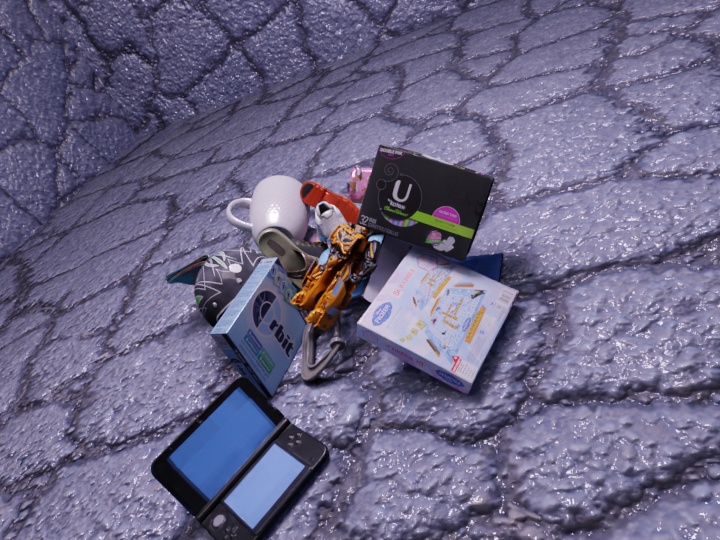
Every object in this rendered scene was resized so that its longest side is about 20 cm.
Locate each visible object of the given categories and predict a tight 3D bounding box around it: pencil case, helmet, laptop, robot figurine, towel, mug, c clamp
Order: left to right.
[{"bbox_3d":[-0.335,0.007,1.268,0.146,0.200,0.022,-24,73,24],"label":"towel"},{"bbox_3d":[-0.253,0.045,1.131,0.199,0.191,0.201,-23,32,15],"label":"helmet"},{"bbox_3d":[-0.221,-0.126,1.291,0.198,0.148,0.176,10,38,-11],"label":"mug"},{"bbox_3d":[-0.061,0.104,1.010,0.171,0.027,0.201,-39,31,29],"label":"c clamp"},{"bbox_3d":[-0.044,0.002,0.984,0.201,0.058,0.145,-59,39,6],"label":"robot figurine"},{"bbox_3d":[0.070,-0.191,1.213,0.199,0.086,0.083,5,81,20],"label":"pencil case"},{"bbox_3d":[0.134,0.008,0.968,0.116,0.199,0.188,-43,19,47],"label":"laptop"}]

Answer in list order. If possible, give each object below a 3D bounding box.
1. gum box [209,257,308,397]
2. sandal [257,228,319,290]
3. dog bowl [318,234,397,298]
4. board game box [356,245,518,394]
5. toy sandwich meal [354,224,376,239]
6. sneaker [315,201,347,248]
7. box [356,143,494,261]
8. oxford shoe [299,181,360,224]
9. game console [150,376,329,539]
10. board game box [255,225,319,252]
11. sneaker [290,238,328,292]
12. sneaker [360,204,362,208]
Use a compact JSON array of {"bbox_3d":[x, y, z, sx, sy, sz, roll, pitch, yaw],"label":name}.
[{"bbox_3d":[-0.177,0.105,1.018,0.044,0.171,0.201,-5,39,30],"label":"gum box"},{"bbox_3d":[-0.138,-0.012,1.151,0.080,0.200,0.057,-55,8,2],"label":"sandal"},{"bbox_3d":[0.000,0.000,1.079,0.199,0.112,0.050,-13,22,21],"label":"dog bowl"},{"bbox_3d":[0.128,0.070,0.880,0.199,0.041,0.200,27,55,18],"label":"board game box"},{"bbox_3d":[0.081,-0.093,1.135,0.204,0.071,0.205,-21,6,2],"label":"toy sandwich meal"},{"bbox_3d":[-0.064,-0.106,1.135,0.075,0.087,0.200,-30,13,-7],"label":"sneaker"},{"bbox_3d":[0.118,-0.123,0.950,0.199,0.150,0.124,20,15,12],"label":"box"},{"bbox_3d":[-0.050,-0.146,1.272,0.200,0.072,0.071,39,103,19],"label":"oxford shoe"},{"bbox_3d":[-0.180,0.287,0.813,0.170,0.119,0.200,13,51,46],"label":"game console"},{"bbox_3d":[-0.165,-0.049,1.346,0.153,0.040,0.200,-40,34,-18],"label":"board game box"},{"bbox_3d":[-0.099,-0.050,1.225,0.200,0.107,0.075,-42,18,-21],"label":"sneaker"},{"bbox_3d":[0.102,-0.148,1.274,0.199,0.080,0.087,-29,46,10],"label":"sneaker"}]
